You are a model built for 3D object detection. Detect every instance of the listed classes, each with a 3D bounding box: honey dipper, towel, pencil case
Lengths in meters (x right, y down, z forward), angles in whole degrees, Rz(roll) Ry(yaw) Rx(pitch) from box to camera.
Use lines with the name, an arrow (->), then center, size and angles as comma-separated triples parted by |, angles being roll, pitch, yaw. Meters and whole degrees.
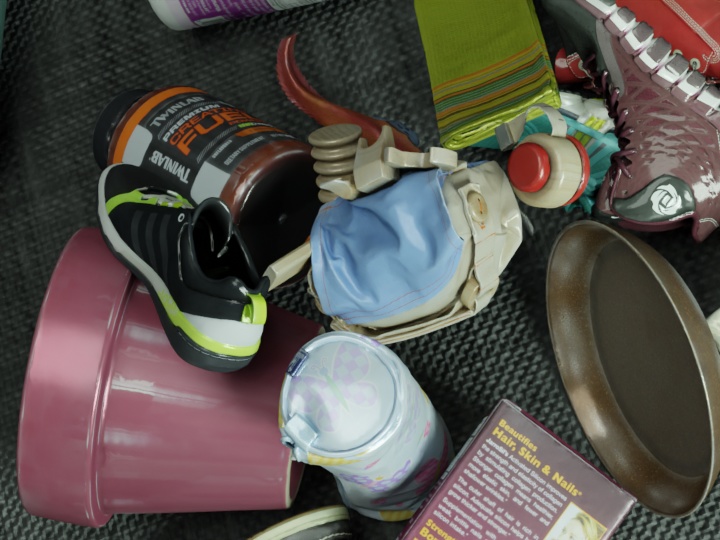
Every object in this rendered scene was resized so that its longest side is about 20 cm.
honey dipper -> 0.000, 0.000, 1.643 | 0.038, 0.038, 0.201 | -5, 111, 17
towel -> 0.084, -0.157, 1.675 | 0.086, 0.018, 0.201 | -21, 36, 9
pencil case -> 0.006, 0.107, 1.575 | 0.083, 0.200, 0.091 | 29, 82, 19

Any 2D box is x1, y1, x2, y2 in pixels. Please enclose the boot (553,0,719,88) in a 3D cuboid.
boot -> 0.216, -0.140, 1.655 | 0.144, 0.072, 0.201 | -35, 58, 6

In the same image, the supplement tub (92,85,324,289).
supplement tub -> -0.109, -0.066, 1.701 | 0.200, 0.107, 0.107 | 28, 83, 45

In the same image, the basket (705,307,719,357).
basket -> 0.315, 0.084, 1.519 | 0.135, 0.123, 0.200 | -39, 65, 2

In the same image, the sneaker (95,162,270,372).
sneaker -> -0.105, -0.020, 1.562 | 0.200, 0.071, 0.083 | 53, 129, 39

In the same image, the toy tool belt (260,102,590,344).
toy tool belt -> 0.037, -0.030, 1.517 | 0.200, 0.122, 0.126 | -32, 68, 37

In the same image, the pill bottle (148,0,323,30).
pill bottle -> -0.057, -0.247, 1.755 | 0.198, 0.112, 0.113 | -11, 70, 15

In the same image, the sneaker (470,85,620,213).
sneaker -> 0.147, -0.081, 1.658 | 0.199, 0.077, 0.080 | 12, 86, 21

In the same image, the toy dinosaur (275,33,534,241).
toy dinosaur -> 0.020, -0.057, 1.646 | 0.105, 0.200, 0.181 | -50, 22, -10

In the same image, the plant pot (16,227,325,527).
plant pot -> -0.122, 0.083, 1.641 | 0.178, 0.200, 0.202 | 10, 76, 5

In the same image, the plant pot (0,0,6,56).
plant pot -> -0.348, -0.176, 1.795 | 0.199, 0.200, 0.198 | -4, 79, 17

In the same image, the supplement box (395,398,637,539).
supplement box -> 0.076, 0.195, 1.568 | 0.110, 0.086, 0.201 | 36, 87, 2

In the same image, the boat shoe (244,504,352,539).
boat shoe -> -0.081, 0.229, 1.640 | 0.199, 0.073, 0.065 | -34, 70, 16

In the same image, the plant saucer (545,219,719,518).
plant saucer -> 0.182, 0.059, 1.549 | 0.032, 0.201, 0.201 | -20, 65, -19

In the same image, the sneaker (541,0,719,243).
sneaker -> 0.171, -0.096, 1.583 | 0.200, 0.076, 0.116 | 42, 93, 9
